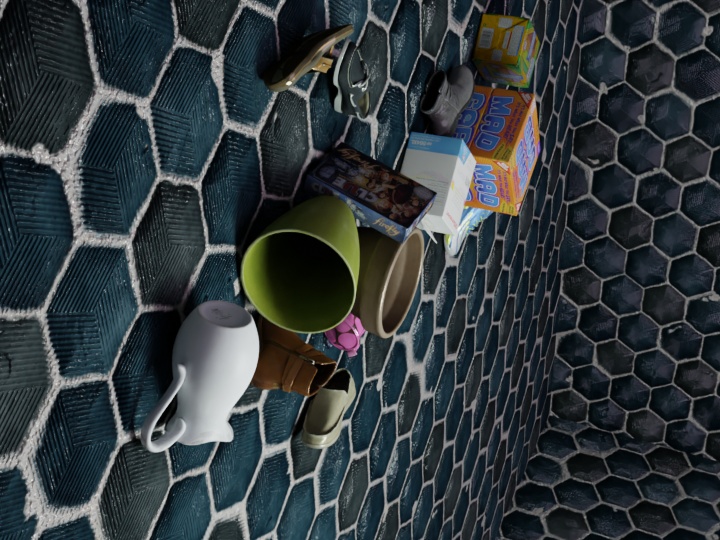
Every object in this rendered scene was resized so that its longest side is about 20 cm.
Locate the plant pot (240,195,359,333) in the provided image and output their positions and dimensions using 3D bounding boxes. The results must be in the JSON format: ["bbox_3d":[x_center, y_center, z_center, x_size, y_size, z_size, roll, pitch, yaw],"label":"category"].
[{"bbox_3d":[-0.076,-0.034,1.594,0.201,0.184,0.190,-68,160,-55],"label":"plant pot"}]

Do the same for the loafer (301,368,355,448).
[{"bbox_3d":[-0.063,0.260,1.888,0.201,0.074,0.069,-63,154,-53],"label":"loafer"}]

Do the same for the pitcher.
[{"bbox_3d":[-0.228,0.155,1.386,0.171,0.120,0.203,-16,128,-54],"label":"pitcher"}]

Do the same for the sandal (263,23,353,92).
[{"bbox_3d":[-0.078,-0.323,1.527,0.201,0.079,0.055,-52,130,-37],"label":"sandal"}]

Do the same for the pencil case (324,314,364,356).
[{"bbox_3d":[0.003,0.074,1.928,0.094,0.090,0.200,54,43,-15],"label":"pencil case"}]

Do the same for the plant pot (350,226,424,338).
[{"bbox_3d":[0.000,0.000,1.754,0.200,0.172,0.203,16,90,-71],"label":"plant pot"}]

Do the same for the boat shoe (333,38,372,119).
[{"bbox_3d":[-0.007,-0.320,1.656,0.200,0.060,0.077,84,29,-76],"label":"boat shoe"}]

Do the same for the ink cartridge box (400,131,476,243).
[{"bbox_3d":[0.153,-0.172,2.109,0.128,0.123,0.203,40,64,-65],"label":"ink cartridge box"}]

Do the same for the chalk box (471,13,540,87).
[{"bbox_3d":[0.367,-0.535,2.440,0.200,0.122,0.127,23,80,-67],"label":"chalk box"}]

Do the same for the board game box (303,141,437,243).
[{"bbox_3d":[0.018,-0.137,1.704,0.136,0.198,0.035,-50,165,-48],"label":"board game box"}]

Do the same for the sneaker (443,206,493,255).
[{"bbox_3d":[0.272,-0.131,2.446,0.076,0.104,0.204,7,95,-67],"label":"sneaker"}]

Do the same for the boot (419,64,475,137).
[{"bbox_3d":[0.194,-0.401,2.174,0.132,0.069,0.203,56,46,-54],"label":"boot"}]

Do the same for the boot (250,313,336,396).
[{"bbox_3d":[-0.106,0.123,1.595,0.200,0.153,0.078,-47,143,-51],"label":"boot"}]

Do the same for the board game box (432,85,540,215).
[{"bbox_3d":[0.290,-0.282,2.288,0.201,0.197,0.202,68,40,-55],"label":"board game box"}]
